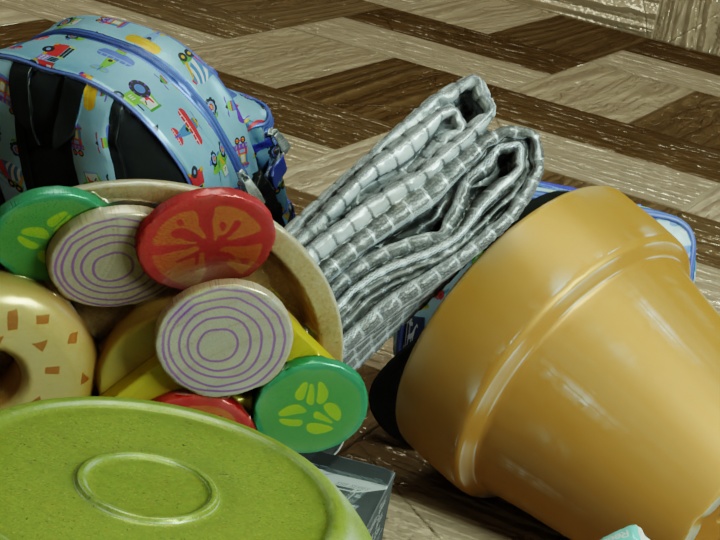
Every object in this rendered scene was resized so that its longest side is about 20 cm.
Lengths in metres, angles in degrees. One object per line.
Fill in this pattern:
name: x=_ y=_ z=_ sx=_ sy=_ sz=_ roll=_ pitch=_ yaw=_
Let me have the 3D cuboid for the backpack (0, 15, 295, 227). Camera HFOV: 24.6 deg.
backpack: x=-0.138 y=-0.071 z=0.979 sx=0.182 sy=0.200 sz=0.135 roll=19 pitch=55 yaw=25

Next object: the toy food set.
toy food set: x=-0.102 y=0.042 z=0.742 sx=0.200 sy=0.198 sz=0.049 roll=44 pitch=17 yaw=-31

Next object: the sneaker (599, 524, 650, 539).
sneaker: x=0.112 y=0.165 z=0.830 sx=0.200 sy=0.089 sz=0.075 roll=11 pitch=20 yaw=0

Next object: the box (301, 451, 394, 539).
box: x=-0.079 y=0.142 z=0.847 sx=0.158 sy=0.050 sz=0.200 roll=14 pitch=18 yaw=9

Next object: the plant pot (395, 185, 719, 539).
plant pot: x=0.154 y=0.084 z=0.965 sx=0.200 sy=0.200 sz=0.183 roll=-11 pitch=45 yaw=-48

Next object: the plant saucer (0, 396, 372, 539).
plant saucer: x=-0.084 y=0.095 z=0.635 sx=0.200 sy=0.031 sz=0.200 roll=10 pitch=18 yaw=-4

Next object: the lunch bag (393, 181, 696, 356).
lunch bag: x=0.124 y=0.018 z=1.135 sx=0.200 sy=0.161 sz=0.082 roll=11 pitch=4 yaw=-1

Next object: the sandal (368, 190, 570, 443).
sandal: x=0.087 y=0.032 z=1.064 sx=0.075 sy=0.200 sz=0.045 roll=43 pitch=-6 yaw=-2

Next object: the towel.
towel: x=0.000 y=0.000 z=0.888 sx=0.086 sy=0.200 sz=0.166 roll=48 pitch=-12 yaw=1

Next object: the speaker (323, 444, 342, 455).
speaker: x=-0.077 y=0.055 z=1.054 sx=0.081 sy=0.081 sz=0.200 roll=2 pitch=21 yaw=-24
